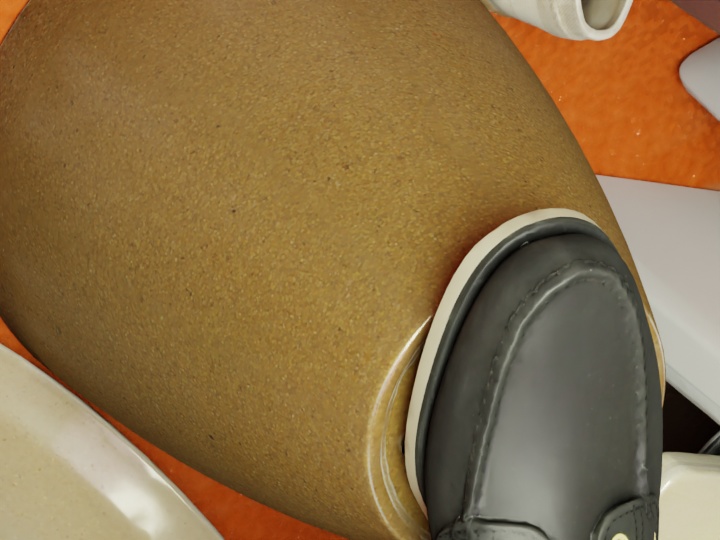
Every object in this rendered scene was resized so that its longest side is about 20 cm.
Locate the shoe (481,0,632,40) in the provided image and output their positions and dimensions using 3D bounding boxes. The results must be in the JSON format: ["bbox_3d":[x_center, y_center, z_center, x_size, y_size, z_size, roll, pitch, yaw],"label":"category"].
[{"bbox_3d":[0.087,-0.168,0.887,0.070,0.053,0.201,5,111,-29],"label":"shoe"}]

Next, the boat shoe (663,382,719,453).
[{"bbox_3d":[0.126,0.084,1.030,0.202,0.075,0.075,-44,147,-3],"label":"boat shoe"}]

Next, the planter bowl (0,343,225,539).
[{"bbox_3d":[-0.113,0.131,0.833,0.135,0.200,0.200,-44,126,10],"label":"planter bowl"}]

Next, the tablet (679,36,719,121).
[{"bbox_3d":[0.209,-0.044,0.924,0.130,0.200,0.014,-28,136,-13],"label":"tablet"}]

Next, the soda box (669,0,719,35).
[{"bbox_3d":[0.136,-0.092,0.856,0.068,0.200,0.064,29,99,-10],"label":"soda box"}]

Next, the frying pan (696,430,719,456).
[{"bbox_3d":[0.130,0.069,0.947,0.115,0.031,0.190,-42,136,-5],"label":"frying pan"}]

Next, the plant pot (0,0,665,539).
[{"bbox_3d":[0.000,0.000,0.835,0.186,0.200,0.187,-11,117,-22],"label":"plant pot"}]

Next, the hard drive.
[{"bbox_3d":[0.138,0.019,0.915,0.131,0.200,0.027,7,111,-30],"label":"hard drive"}]

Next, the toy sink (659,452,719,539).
[{"bbox_3d":[0.162,0.148,0.921,0.199,0.112,0.131,10,115,-42],"label":"toy sink"}]

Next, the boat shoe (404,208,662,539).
[{"bbox_3d":[0.052,0.084,0.743,0.073,0.063,0.202,-6,114,-22],"label":"boat shoe"}]
